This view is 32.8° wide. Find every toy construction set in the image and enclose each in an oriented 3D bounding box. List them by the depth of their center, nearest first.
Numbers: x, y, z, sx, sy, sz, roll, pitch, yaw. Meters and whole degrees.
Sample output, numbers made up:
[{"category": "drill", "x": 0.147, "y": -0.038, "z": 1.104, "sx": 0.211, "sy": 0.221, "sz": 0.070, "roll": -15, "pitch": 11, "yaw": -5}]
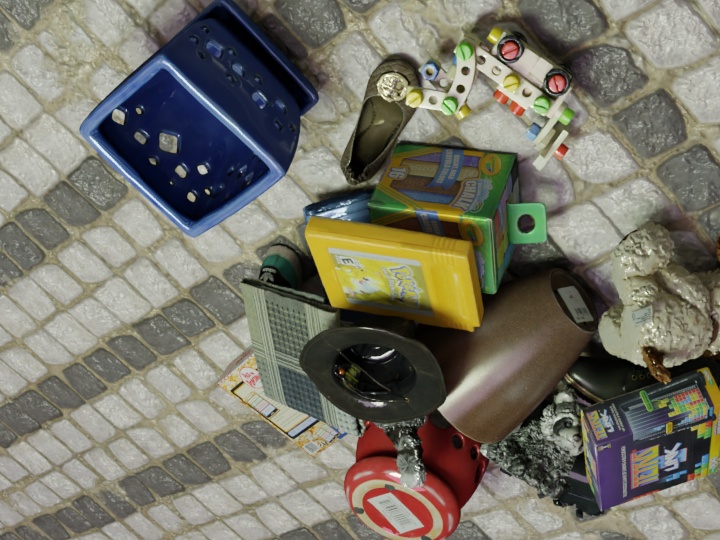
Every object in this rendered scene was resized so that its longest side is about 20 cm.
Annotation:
[{"category": "toy construction set", "x": 0.161, "y": -0.191, "z": 1.355, "sx": 0.199, "sy": 0.092, "sz": 0.132, "roll": 29, "pitch": 114, "yaw": -13}]

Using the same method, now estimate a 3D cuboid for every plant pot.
[{"category": "plant pot", "x": -0.181, "y": -0.193, "z": 1.465, "sx": 0.200, "sy": 0.181, "sz": 0.199, "roll": 44, "pitch": 136, "yaw": -17}, {"category": "plant pot", "x": 0.200, "y": 0.091, "z": 1.563, "sx": 0.187, "sy": 0.188, "sz": 0.200, "roll": 42, "pitch": 123, "yaw": -16}, {"category": "plant pot", "x": 0.084, "y": 0.283, "z": 1.789, "sx": 0.198, "sy": 0.183, "sz": 0.202, "roll": 13, "pitch": 134, "yaw": 13}]

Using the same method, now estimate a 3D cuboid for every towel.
[{"category": "towel", "x": 0.000, "y": 0.000, "z": 1.604, "sx": 0.110, "sy": 0.049, "sz": 0.202, "roll": -13, "pitch": 101, "yaw": 13}, {"category": "towel", "x": -0.076, "y": 0.111, "z": 1.652, "sx": 0.191, "sy": 0.034, "sz": 0.202, "roll": 17, "pitch": 128, "yaw": 40}]

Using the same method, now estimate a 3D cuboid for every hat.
[{"category": "hat", "x": 0.026, "y": 0.106, "z": 1.525, "sx": 0.198, "sy": 0.081, "sz": 0.202, "roll": 14, "pitch": 140, "yaw": 12}]

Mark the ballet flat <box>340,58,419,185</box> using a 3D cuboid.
[{"category": "ballet flat", "x": 0.018, "y": -0.172, "z": 1.480, "sx": 0.067, "sy": 0.047, "sz": 0.201, "roll": 28, "pitch": 138, "yaw": -1}]

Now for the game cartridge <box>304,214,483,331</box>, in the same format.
[{"category": "game cartridge", "x": 0.044, "y": 0.008, "z": 1.461, "sx": 0.198, "sy": 0.033, "sz": 0.177, "roll": 11, "pitch": 151, "yaw": 18}]

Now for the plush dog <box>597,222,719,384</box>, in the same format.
[{"category": "plush dog", "x": 0.390, "y": 0.050, "z": 1.438, "sx": 0.170, "sy": 0.161, "sz": 0.202, "roll": -13, "pitch": 133, "yaw": -11}]

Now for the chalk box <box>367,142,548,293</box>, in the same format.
[{"category": "chalk box", "x": 0.125, "y": -0.061, "z": 1.475, "sx": 0.198, "sy": 0.124, "sz": 0.125, "roll": 8, "pitch": 135, "yaw": 20}]

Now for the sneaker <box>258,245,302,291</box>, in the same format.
[{"category": "sneaker", "x": -0.112, "y": 0.064, "z": 1.749, "sx": 0.070, "sy": 0.080, "sz": 0.202, "roll": 5, "pitch": 133, "yaw": 22}]

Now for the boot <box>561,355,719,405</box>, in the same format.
[{"category": "boot", "x": 0.371, "y": 0.120, "z": 1.571, "sx": 0.197, "sy": 0.078, "sz": 0.139, "roll": 15, "pitch": 134, "yaw": -6}]

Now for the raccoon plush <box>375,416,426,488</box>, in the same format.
[{"category": "raccoon plush", "x": 0.070, "y": 0.181, "z": 1.686, "sx": 0.096, "sy": 0.133, "sz": 0.203, "roll": 3, "pitch": 104, "yaw": 35}]

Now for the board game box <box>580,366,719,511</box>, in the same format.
[{"category": "board game box", "x": 0.363, "y": 0.214, "z": 1.522, "sx": 0.163, "sy": 0.057, "sz": 0.201, "roll": -20, "pitch": 145, "yaw": 0}]

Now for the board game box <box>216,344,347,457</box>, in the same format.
[{"category": "board game box", "x": -0.104, "y": 0.192, "z": 1.895, "sx": 0.199, "sy": 0.047, "sz": 0.151, "roll": 39, "pitch": 137, "yaw": -12}]

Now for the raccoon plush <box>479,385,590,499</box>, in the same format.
[{"category": "raccoon plush", "x": 0.231, "y": 0.209, "z": 1.623, "sx": 0.096, "sy": 0.135, "sz": 0.199, "roll": 32, "pitch": 176, "yaw": -32}]

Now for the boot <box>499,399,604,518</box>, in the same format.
[{"category": "boot", "x": 0.296, "y": 0.270, "z": 1.746, "sx": 0.161, "sy": 0.074, "sz": 0.199, "roll": 24, "pitch": 144, "yaw": 7}]
